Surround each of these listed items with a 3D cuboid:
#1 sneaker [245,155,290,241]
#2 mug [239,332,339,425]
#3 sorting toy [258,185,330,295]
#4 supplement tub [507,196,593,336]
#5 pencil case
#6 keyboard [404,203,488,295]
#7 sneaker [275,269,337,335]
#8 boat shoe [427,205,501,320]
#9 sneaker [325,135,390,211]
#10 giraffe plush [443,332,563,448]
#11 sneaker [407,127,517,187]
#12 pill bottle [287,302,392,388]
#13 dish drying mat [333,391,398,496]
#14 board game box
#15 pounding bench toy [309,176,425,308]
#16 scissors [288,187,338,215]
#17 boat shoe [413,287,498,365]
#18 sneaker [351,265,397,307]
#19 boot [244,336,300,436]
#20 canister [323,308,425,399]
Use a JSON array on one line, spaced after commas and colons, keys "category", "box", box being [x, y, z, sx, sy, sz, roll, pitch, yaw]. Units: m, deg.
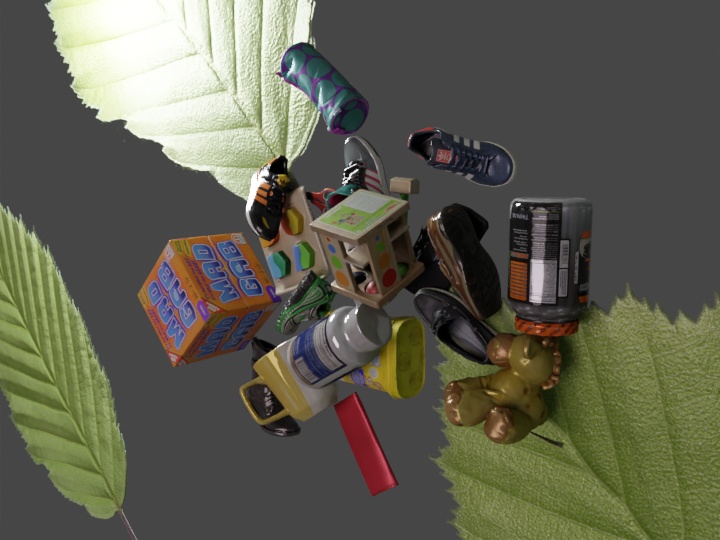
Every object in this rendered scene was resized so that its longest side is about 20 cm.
[{"category": "sneaker", "box": [-0.183, -0.156, 1.494, 0.090, 0.070, 0.201, -39, 40, 35]}, {"category": "mug", "box": [-0.135, 0.235, 1.501, 0.186, 0.149, 0.154, -34, 82, 14]}, {"category": "sorting toy", "box": [-0.155, -0.058, 1.540, 0.185, 0.036, 0.201, -19, 85, 45]}, {"category": "supplement tub", "box": [0.285, -0.009, 1.093, 0.122, 0.122, 0.201, 8, 103, 41]}, {"category": "pencil case", "box": [-0.074, -0.350, 1.395, 0.092, 0.085, 0.200, -44, 64, 9]}, {"category": "keyboard", "box": [0.143, -0.037, 1.290, 0.104, 0.040, 0.201, 35, 120, 7]}, {"category": "sneaker", "box": [-0.115, 0.084, 1.506, 0.085, 0.078, 0.200, 32, 140, -6]}, {"category": "boat shoe", "box": [0.173, -0.013, 1.226, 0.074, 0.075, 0.201, -13, 101, 60]}, {"category": "sneaker", "box": [-0.016, -0.157, 1.347, 0.083, 0.120, 0.201, -28, 77, 42]}, {"category": "giraffe plush", "box": [0.242, 0.168, 1.128, 0.199, 0.173, 0.163, 15, 101, 4]}, {"category": "sneaker", "box": [0.162, -0.187, 1.203, 0.199, 0.084, 0.075, 25, 113, 37]}, {"category": "pill bottle", "box": [-0.036, 0.132, 1.302, 0.200, 0.111, 0.112, -34, 74, 42]}, {"category": "dish drying mat", "box": [0.010, 0.353, 1.473, 0.077, 0.018, 0.201, -37, 71, 39]}, {"category": "board game box", "box": [-0.340, 0.061, 1.626, 0.200, 0.199, 0.200, -49, 65, 36]}, {"category": "pounding bench toy", "box": [0.042, -0.052, 1.260, 0.124, 0.200, 0.157, 20, 138, 45]}, {"category": "scissors", "box": [-0.100, -0.159, 1.500, 0.200, 0.014, 0.074, 36, 122, 34]}, {"category": "boat shoe", "box": [0.160, 0.099, 1.254, 0.199, 0.066, 0.075, 42, 124, 24]}, {"category": "sneaker", "box": [0.000, 0.000, 1.399, 0.080, 0.077, 0.200, -30, 54, -1]}, {"category": "boot", "box": [-0.196, 0.257, 1.612, 0.200, 0.069, 0.175, 28, 115, 39]}, {"category": "canister", "box": [0.021, 0.153, 1.386, 0.199, 0.086, 0.150, 6, 100, 43]}]
